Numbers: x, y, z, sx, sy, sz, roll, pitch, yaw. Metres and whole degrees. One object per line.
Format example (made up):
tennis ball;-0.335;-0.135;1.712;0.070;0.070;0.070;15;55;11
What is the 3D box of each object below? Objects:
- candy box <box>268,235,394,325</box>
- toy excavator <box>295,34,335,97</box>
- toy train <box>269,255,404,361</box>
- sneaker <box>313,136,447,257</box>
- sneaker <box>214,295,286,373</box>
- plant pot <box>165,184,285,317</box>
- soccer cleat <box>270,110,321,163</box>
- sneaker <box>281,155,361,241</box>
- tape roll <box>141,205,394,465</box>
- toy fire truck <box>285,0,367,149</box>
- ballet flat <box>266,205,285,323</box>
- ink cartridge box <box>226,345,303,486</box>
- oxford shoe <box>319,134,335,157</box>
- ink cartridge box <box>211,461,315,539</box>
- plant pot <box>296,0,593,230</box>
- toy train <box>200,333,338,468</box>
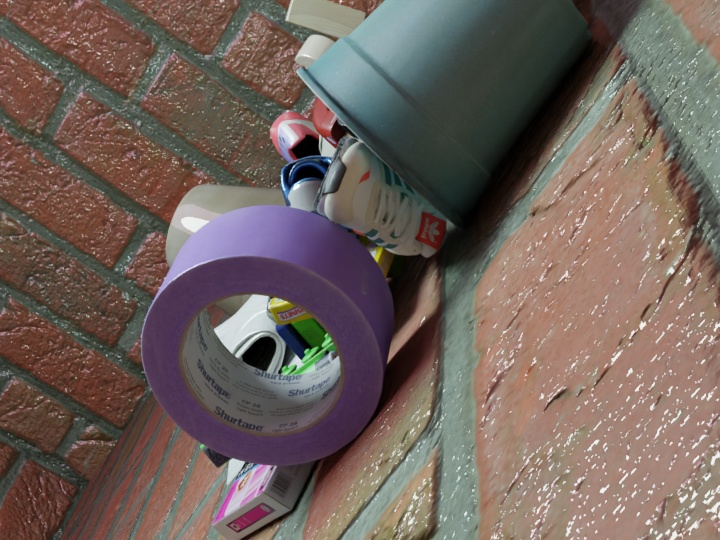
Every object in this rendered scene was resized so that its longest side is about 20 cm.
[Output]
candy box;-0.013;-0.016;1.108;0.101;0.027;0.201;-16;23;21
toy excavator;-0.014;-0.198;1.493;0.101;0.199;0.194;-60;9;-20
toy train;0.000;0.000;1.180;0.115;0.085;0.201;-28;19;40
sneaker;0.028;-0.055;0.984;0.071;0.092;0.200;-67;-15;-3
sneaker;-0.144;0.110;1.292;0.201;0.073;0.116;-51;14;28
plant pot;-0.139;-0.025;1.438;0.201;0.171;0.202;-56;-23;-39
soccer cleat;-0.032;-0.120;1.418;0.067;0.199;0.077;-45;36;8
sneaker;-0.036;-0.081;1.133;0.073;0.083;0.201;-21;22;7
tape roll;-0.073;0.055;0.950;0.201;0.199;0.085;-52;12;30
toy fire truck;-0.001;-0.210;1.208;0.199;0.128;0.177;23;78;52
ballet flat;-0.072;-0.021;1.254;0.067;0.064;0.202;-26;47;26
ink cartridge box;-0.078;0.127;1.275;0.163;0.050;0.201;-51;21;32
oxford shoe;-0.023;-0.166;1.343;0.075;0.057;0.201;-45;16;45
ink cartridge box;-0.090;0.198;1.094;0.095;0.037;0.200;-62;8;-32
plant pot;0.081;-0.176;0.993;0.196;0.200;0.200;-48;10;7
toy train;-0.079;0.126;1.115;0.199;0.042;0.056;-39;5;26
